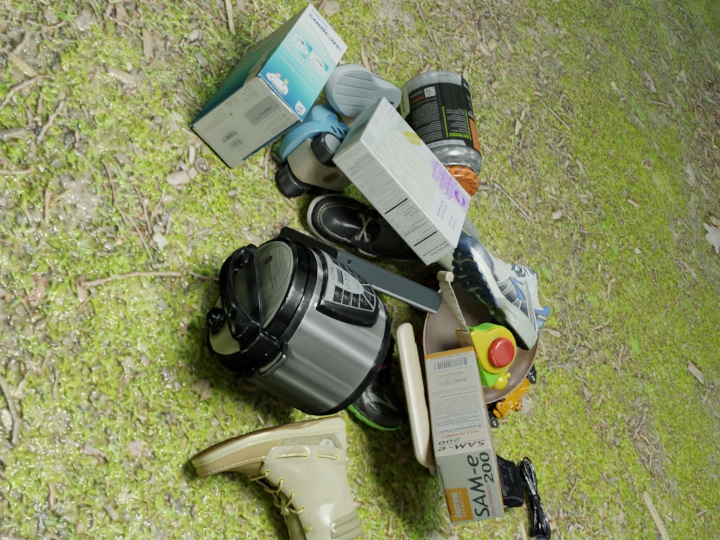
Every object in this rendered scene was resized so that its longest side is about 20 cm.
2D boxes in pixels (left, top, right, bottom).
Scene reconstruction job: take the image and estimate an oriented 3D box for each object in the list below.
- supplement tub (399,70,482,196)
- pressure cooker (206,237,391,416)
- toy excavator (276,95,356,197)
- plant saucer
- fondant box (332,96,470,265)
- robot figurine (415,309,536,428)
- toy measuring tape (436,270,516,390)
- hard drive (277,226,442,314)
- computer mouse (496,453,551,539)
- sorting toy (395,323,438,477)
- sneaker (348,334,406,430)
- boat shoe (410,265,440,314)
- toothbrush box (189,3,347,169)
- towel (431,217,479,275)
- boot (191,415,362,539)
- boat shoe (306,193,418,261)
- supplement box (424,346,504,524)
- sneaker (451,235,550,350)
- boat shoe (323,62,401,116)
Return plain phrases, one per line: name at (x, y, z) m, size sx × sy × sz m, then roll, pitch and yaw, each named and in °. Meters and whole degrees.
supplement tub at (0.133, -0.217, 1.595) m, size 0.122 × 0.122 × 0.201 m, roll 19°, pitch 55°, yaw -42°
pressure cooker at (-0.085, 0.061, 1.141) m, size 0.200 × 0.176 × 0.179 m, roll 35°, pitch 72°, yaw -30°
toy excavator at (-0.046, -0.204, 1.417) m, size 0.194 × 0.100 × 0.201 m, roll 9°, pitch 53°, yaw -47°
plant saucer at (0.171, 0.092, 1.402) m, size 0.199 × 0.032 × 0.201 m, roll -2°, pitch 95°, yaw -25°
fondant box at (0.062, -0.126, 1.341) m, size 0.200 × 0.058 × 0.144 m, roll 48°, pitch 32°, yaw -17°
robot figurine at (0.179, 0.140, 1.461) m, size 0.145 × 0.058 × 0.200 m, roll -45°, pitch 112°, yaw -13°
toy measuring tape at (0.168, 0.076, 1.342) m, size 0.074 × 0.073 × 0.201 m, roll -48°, pitch 120°, yaw -50°
hard drive at (0.000, 0.000, 1.313) m, size 0.200 × 0.139 × 0.033 m, roll 23°, pitch 91°, yaw -39°
computer mouse at (0.216, 0.342, 1.427) m, size 0.200 × 0.046 × 0.141 m, roll 23°, pitch 48°, yaw -54°
sorting toy at (0.076, 0.180, 1.303) m, size 0.200 × 0.036 × 0.186 m, roll 58°, pitch 22°, yaw -72°
sneaker at (0.009, 0.120, 1.286) m, size 0.077 × 0.084 × 0.201 m, roll -24°, pitch 87°, yaw -51°
boat shoe at (0.146, 0.016, 1.521) m, size 0.200 × 0.063 × 0.074 m, roll -21°, pitch 86°, yaw -51°
toothbrush box at (-0.121, -0.251, 1.307) m, size 0.085 × 0.146 × 0.200 m, roll 46°, pitch 40°, yaw -21°
towel at (0.122, -0.053, 1.471) m, size 0.200 × 0.034 × 0.193 m, roll 40°, pitch 30°, yaw -32°
boot at (-0.089, 0.256, 1.104) m, size 0.199 × 0.073 × 0.156 m, roll -5°, pitch 82°, yaw -40°
boat shoe at (0.010, -0.057, 1.395) m, size 0.200 × 0.060 × 0.074 m, roll 24°, pitch 86°, yaw -42°
supplement box at (0.135, 0.213, 1.273) m, size 0.200 × 0.073 × 0.126 m, roll -91°, pitch 168°, yaw -56°
sneaker at (0.201, 0.017, 1.358) m, size 0.085 × 0.077 × 0.200 m, roll -46°, pitch 121°, yaw -16°
boat shoe at (-0.012, -0.265, 1.416) m, size 0.067 × 0.074 × 0.200 m, roll 34°, pitch 12°, yaw 23°
